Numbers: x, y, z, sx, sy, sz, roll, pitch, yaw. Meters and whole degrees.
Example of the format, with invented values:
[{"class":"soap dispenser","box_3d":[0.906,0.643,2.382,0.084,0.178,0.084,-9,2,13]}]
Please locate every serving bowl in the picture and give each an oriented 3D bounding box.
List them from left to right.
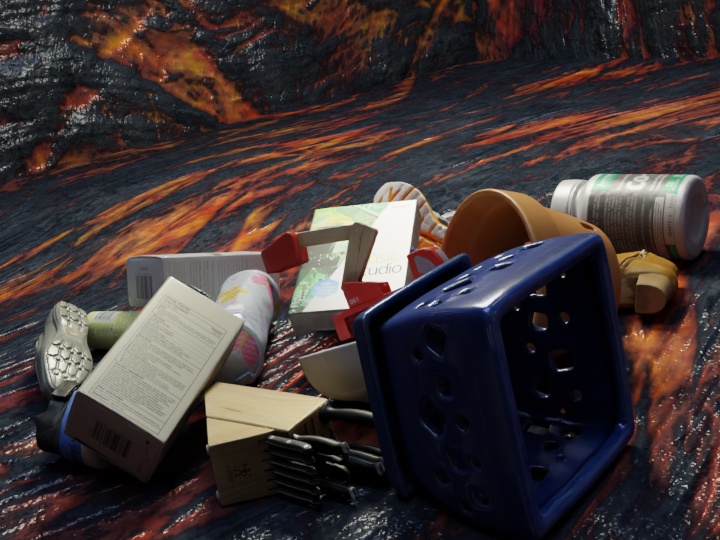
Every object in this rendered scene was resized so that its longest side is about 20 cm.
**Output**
[{"class":"serving bowl","box_3d":[0.036,0.097,1.054,0.196,0.067,0.200,-16,-5,-1]}]

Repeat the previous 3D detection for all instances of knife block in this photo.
[{"class":"knife block","box_3d":[-0.061,0.159,0.961,0.172,0.065,0.200,-11,17,-8]}]

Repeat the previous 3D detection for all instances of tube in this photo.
[{"class":"tube","box_3d":[-0.285,0.084,1.341,0.196,0.059,0.052,-2,7,25]}]

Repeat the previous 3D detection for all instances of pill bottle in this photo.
[{"class":"pill bottle","box_3d":[0.372,-0.076,1.380,0.197,0.116,0.112,4,22,38]}]

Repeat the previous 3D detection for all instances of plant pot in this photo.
[{"class":"plant pot","box_3d":[0.111,0.090,0.872,0.177,0.204,0.199,-1,19,42]},{"class":"plant pot","box_3d":[0.192,0.015,1.095,0.137,0.205,0.199,1,12,-26]}]

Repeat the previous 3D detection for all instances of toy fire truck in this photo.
[{"class":"toy fire truck","box_3d":[0.000,0.000,1.116,0.197,0.144,0.049,-23,-5,13]}]

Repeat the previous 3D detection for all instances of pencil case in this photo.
[{"class":"pencil case","box_3d":[-0.149,0.070,1.244,0.081,0.092,0.200,-17,16,7]}]

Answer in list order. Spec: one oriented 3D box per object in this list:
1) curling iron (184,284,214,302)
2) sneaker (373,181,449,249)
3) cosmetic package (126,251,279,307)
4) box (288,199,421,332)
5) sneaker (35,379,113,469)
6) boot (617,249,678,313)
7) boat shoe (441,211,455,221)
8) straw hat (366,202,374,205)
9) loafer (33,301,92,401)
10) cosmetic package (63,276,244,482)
[{"class":"curling iron","box_3d":[-0.216,0.073,1.187,0.026,0.049,0.200,-61,4,-36]},{"class":"sneaker","box_3d":[0.096,-0.049,1.410,0.200,0.079,0.077,43,6,21]},{"class":"cosmetic package","box_3d":[-0.219,0.011,1.401,0.197,0.076,0.100,-6,5,-44]},{"class":"box","box_3d":[-0.003,-0.009,1.229,0.141,0.037,0.202,-5,39,14]},{"class":"sneaker","box_3d":[-0.279,0.142,1.102,0.109,0.078,0.200,8,29,20]},{"class":"boot","box_3d":[0.294,0.007,1.236,0.197,0.072,0.144,10,17,18]},{"class":"boat shoe","box_3d":[0.146,-0.062,1.532,0.068,0.073,0.199,-2,19,43]},{"class":"straw hat","box_3d":[0.035,-0.062,1.562,0.196,0.087,0.202,-8,18,3]},{"class":"loafer","box_3d":[-0.387,0.116,1.280,0.069,0.070,0.201,28,18,-22]},{"class":"cosmetic package","box_3d":[-0.210,0.108,1.034,0.104,0.072,0.201,31,38,0]}]
